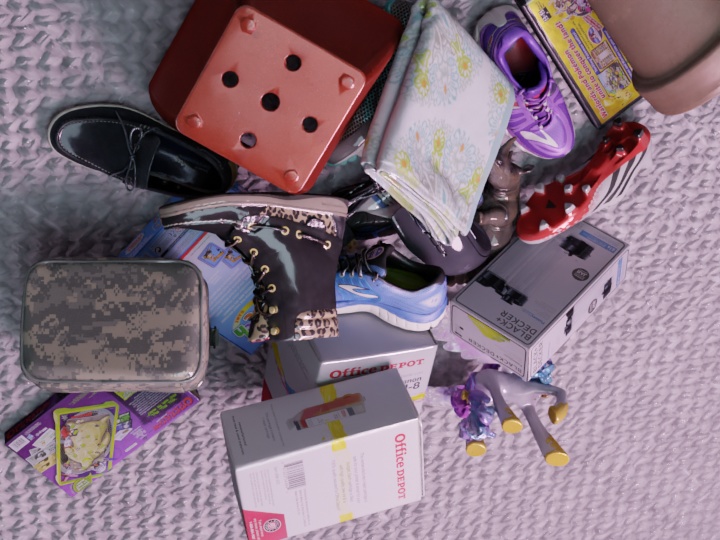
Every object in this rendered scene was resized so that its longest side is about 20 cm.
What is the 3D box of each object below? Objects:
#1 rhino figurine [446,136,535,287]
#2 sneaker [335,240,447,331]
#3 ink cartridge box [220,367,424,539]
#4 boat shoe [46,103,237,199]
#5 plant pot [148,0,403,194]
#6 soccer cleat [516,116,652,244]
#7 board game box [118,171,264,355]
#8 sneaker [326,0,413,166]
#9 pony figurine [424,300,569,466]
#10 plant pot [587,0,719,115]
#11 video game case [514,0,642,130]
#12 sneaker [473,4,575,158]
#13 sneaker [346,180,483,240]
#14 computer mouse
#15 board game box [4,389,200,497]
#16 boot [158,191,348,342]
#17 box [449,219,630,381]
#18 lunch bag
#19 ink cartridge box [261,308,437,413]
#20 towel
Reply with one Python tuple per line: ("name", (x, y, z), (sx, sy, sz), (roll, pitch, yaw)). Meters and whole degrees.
("rhino figurine", (0.150, -0.066, 1.505), (0.087, 0.060, 0.201), (-11, 126, -41))
("sneaker", (0.000, 0.000, 1.398), (0.199, 0.079, 0.089), (9, 138, -2))
("ink cartridge box", (-0.039, 0.200, 1.387), (0.199, 0.084, 0.146), (-13, 135, -10))
("boat shoe", (-0.223, -0.119, 1.329), (0.199, 0.062, 0.075), (17, 109, -9))
("plant pot", (-0.085, -0.186, 1.252), (0.199, 0.176, 0.200), (29, 108, -12))
("soccer cleat", (0.266, -0.092, 1.510), (0.200, 0.069, 0.085), (-44, 140, -7))
("board game box", (-0.147, -0.010, 1.454), (0.151, 0.037, 0.200), (-45, 123, 11))
("sneaker", (0.010, -0.204, 1.379), (0.091, 0.078, 0.200), (35, 100, -18))
("pony figurine", (0.164, 0.141, 1.583), (0.192, 0.200, 0.167), (7, 126, -5))
("plant pot", (0.321, -0.292, 1.338), (0.174, 0.200, 0.200), (39, 103, -15))
("video game case", (0.293, -0.283, 1.447), (0.180, 0.026, 0.200), (-37, 126, 5))
("sneaker", (0.185, -0.194, 1.428), (0.080, 0.084, 0.200), (-33, 126, 3))
("sneaker", (0.035, -0.085, 1.460), (0.199, 0.077, 0.076), (-13, 169, 3))
("computer mouse", (0.052, -0.035, 1.410), (0.140, 0.046, 0.200), (-24, 135, 18))
("board game box", (-0.302, 0.172, 1.518), (0.200, 0.032, 0.120), (-37, 121, 6))
("boot", (-0.104, -0.003, 1.310), (0.199, 0.073, 0.151), (-1, 91, -29))
("box", (0.208, 0.022, 1.494), (0.200, 0.116, 0.060), (-41, 148, -27))
("lunch bag", (-0.254, 0.064, 1.369), (0.199, 0.168, 0.140), (-1, 78, -2))
("ink cartridge box", (-0.017, 0.117, 1.485), (0.145, 0.145, 0.201), (-8, 132, -21))
("towel", (0.083, -0.147, 1.306), (0.171, 0.048, 0.201), (40, 63, -49))
